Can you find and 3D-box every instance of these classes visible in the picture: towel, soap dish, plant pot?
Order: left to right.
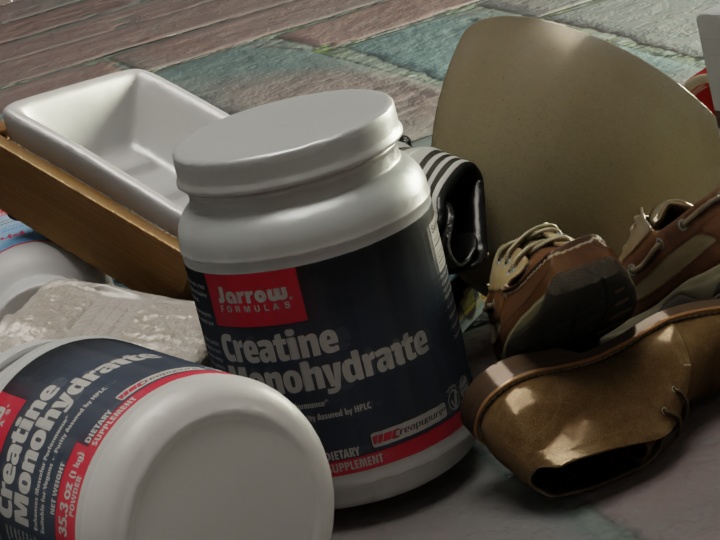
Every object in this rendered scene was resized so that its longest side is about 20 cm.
[{"bbox_3d":[-0.164,0.067,1.443,0.132,0.035,0.200,8,33,14],"label":"towel"},{"bbox_3d":[-0.135,-0.053,1.608,0.199,0.082,0.157,29,31,29],"label":"soap dish"},{"bbox_3d":[0.122,-0.048,1.531,0.200,0.200,0.135,8,63,51],"label":"plant pot"}]

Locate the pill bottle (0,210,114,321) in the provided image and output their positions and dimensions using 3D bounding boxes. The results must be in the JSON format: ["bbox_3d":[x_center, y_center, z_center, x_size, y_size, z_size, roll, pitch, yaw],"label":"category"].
[{"bbox_3d":[-0.220,0.025,1.650,0.108,0.109,0.200,-16,16,-8],"label":"pill bottle"}]

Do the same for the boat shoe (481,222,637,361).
[{"bbox_3d":[0.099,0.014,1.342,0.075,0.074,0.200,-20,-14,-10],"label":"boat shoe"}]

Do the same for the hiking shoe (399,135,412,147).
[{"bbox_3d":[0.024,-0.059,1.599,0.075,0.101,0.200,-8,18,12],"label":"hiking shoe"}]

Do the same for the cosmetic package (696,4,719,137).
[{"bbox_3d":[0.269,-0.059,1.372,0.081,0.201,0.113,-19,14,-23],"label":"cosmetic package"}]

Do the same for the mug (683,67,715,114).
[{"bbox_3d":[0.324,-0.109,1.696,0.199,0.178,0.133,-28,57,-29],"label":"mug"}]

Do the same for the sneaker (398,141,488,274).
[{"bbox_3d":[0.000,0.000,1.435,0.201,0.076,0.115,-52,28,-20],"label":"sneaker"}]

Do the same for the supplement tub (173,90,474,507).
[{"bbox_3d":[-0.020,0.016,1.325,0.139,0.201,0.140,-13,16,4],"label":"supplement tub"}]

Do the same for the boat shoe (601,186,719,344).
[{"bbox_3d":[0.189,-0.006,1.405,0.075,0.072,0.200,-11,-10,-35],"label":"boat shoe"}]

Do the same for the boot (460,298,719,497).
[{"bbox_3d":[0.155,0.072,1.305,0.199,0.074,0.076,-17,46,-27],"label":"boot"}]

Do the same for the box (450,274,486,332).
[{"bbox_3d":[0.013,0.020,1.601,0.136,0.040,0.200,-7,18,26],"label":"box"}]

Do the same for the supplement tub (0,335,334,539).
[{"bbox_3d":[-0.118,0.109,1.226,0.140,0.141,0.200,-23,19,-30],"label":"supplement tub"}]
